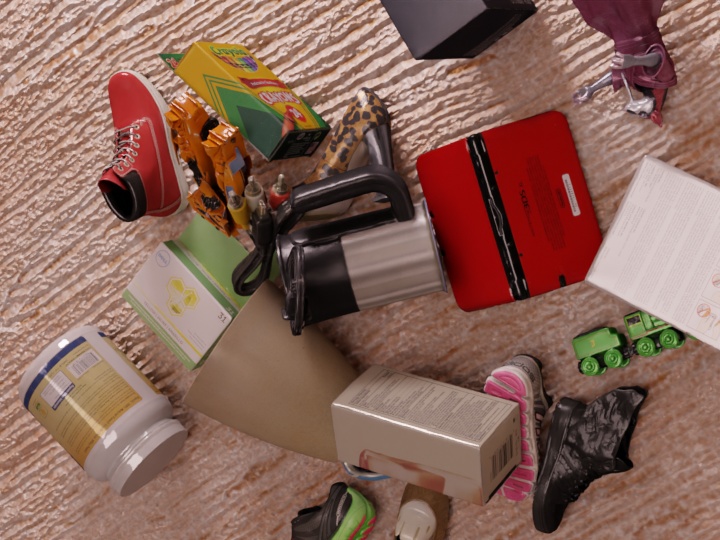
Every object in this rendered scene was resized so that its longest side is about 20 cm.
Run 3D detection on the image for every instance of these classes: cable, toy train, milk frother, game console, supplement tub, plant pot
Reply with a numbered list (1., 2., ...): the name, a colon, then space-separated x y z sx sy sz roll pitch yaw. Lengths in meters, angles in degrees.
1. cable: -0.118 -0.046 1.775 0.200 0.097 0.051 102 146 -56
2. toy train: 0.335 0.069 1.655 0.199 0.042 0.057 -23 77 25
3. milk frother: 0.000 0.000 1.664 0.187 0.201 0.181 -14 134 4
4. game console: 0.179 -0.068 1.715 0.171 0.119 0.201 -17 91 -6
5. supplement tub: -0.340 0.187 1.913 0.200 0.144 0.145 44 112 13
6. plant pot: -0.086 0.144 1.792 0.199 0.187 0.188 34 110 1

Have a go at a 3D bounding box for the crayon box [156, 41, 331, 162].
1. crayon box: -0.143 -0.220 1.776 0.200 0.127 0.051 43 111 12

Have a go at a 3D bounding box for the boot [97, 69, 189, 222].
1. boot: -0.299 -0.162 1.846 0.072 0.144 0.201 -21 88 27

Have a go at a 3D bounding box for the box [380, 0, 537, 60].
1. box: 0.084 -0.348 1.626 0.104 0.182 0.201 -33 83 24

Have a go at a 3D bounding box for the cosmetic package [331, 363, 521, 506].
1. cosmetic package: 0.077 0.189 1.674 0.199 0.103 0.088 15 126 31

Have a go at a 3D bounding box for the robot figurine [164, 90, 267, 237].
1. robot figurine: -0.180 -0.121 1.776 0.145 0.058 0.201 37 153 29

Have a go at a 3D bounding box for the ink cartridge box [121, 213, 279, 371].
1. ink cartridge box: -0.203 0.010 1.881 0.146 0.048 0.200 46 115 12

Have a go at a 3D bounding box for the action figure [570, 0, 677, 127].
1. action figure: 0.308 -0.256 1.606 0.148 0.134 0.201 -26 102 -17

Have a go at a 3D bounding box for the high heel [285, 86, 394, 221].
1. high heel: -0.046 -0.139 1.787 0.199 0.071 0.144 -12 82 27

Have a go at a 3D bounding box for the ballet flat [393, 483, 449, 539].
1. ballet flat: 0.062 0.346 1.797 0.067 0.072 0.201 19 105 20

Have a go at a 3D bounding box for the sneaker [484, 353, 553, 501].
1. sneaker: 0.191 0.183 1.718 0.073 0.087 0.201 13 126 28

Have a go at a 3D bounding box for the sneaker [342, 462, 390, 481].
1. sneaker: 0.068 0.213 1.776 0.199 0.072 0.072 -25 86 24

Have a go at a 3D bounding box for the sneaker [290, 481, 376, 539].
1. sneaker: -0.057 0.352 1.861 0.200 0.077 0.084 -51 60 18

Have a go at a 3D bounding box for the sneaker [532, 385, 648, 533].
1. sneaker: 0.270 0.225 1.693 0.104 0.060 0.201 14 100 26

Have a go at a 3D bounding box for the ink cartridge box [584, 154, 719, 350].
1. ink cartridge box: 0.372 -0.015 1.609 0.199 0.050 0.162 27 97 16
